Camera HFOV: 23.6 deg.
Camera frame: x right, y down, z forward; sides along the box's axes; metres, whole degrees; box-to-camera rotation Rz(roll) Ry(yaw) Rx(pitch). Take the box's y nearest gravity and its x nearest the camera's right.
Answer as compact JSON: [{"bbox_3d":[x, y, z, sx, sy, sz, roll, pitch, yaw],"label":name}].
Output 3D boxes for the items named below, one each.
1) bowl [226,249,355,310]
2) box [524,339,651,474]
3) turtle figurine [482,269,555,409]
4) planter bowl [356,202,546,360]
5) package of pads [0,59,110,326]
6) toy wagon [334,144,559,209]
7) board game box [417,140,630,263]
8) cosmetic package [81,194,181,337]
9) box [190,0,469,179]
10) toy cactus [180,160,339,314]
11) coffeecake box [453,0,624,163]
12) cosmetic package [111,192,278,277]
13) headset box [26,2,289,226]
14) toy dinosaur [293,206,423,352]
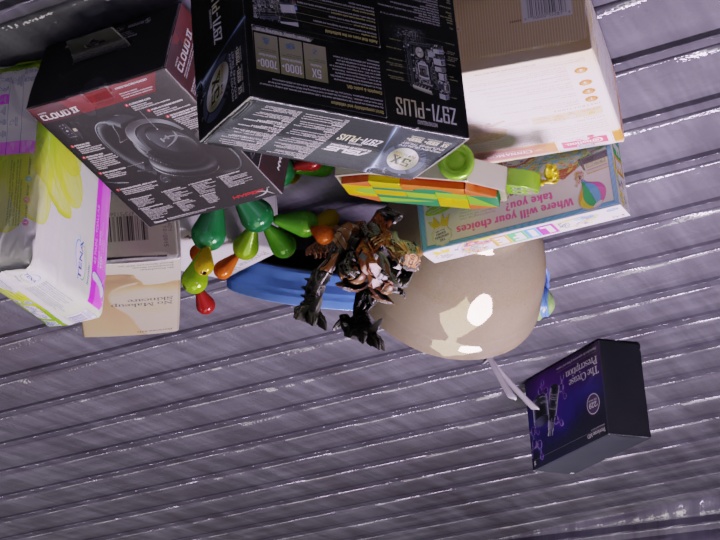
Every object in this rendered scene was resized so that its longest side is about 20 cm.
[{"bbox_3d":[-0.046,0.008,1.888,0.200,0.040,0.201,7,-173,-1],"label":"bowl"},{"bbox_3d":[0.322,0.198,2.462,0.079,0.142,0.200,5,157,-27],"label":"box"},{"bbox_3d":[0.122,0.072,2.034,0.193,0.201,0.144,13,-162,17],"label":"turtle figurine"},{"bbox_3d":[0.104,-0.027,1.770,0.200,0.201,0.135,0,136,-15],"label":"planter bowl"},{"bbox_3d":[-0.278,-0.068,1.514,0.068,0.201,0.155,-6,160,15],"label":"package of pads"},{"bbox_3d":[0.079,-0.084,1.562,0.199,0.040,0.155,6,175,7],"label":"toy wagon"},{"bbox_3d":[0.149,-0.096,1.644,0.199,0.135,0.034,-13,158,22],"label":"board game box"},{"bbox_3d":[-0.228,-0.003,1.683,0.105,0.071,0.200,-4,158,-7],"label":"cosmetic package"},{"bbox_3d":[-0.025,-0.173,1.350,0.199,0.164,0.086,7,156,-32],"label":"box"},{"bbox_3d":[-0.114,-0.063,1.684,0.200,0.102,0.165,-38,123,0],"label":"toy cactus"},{"bbox_3d":[0.142,-0.170,1.527,0.153,0.073,0.200,-9,159,14],"label":"coffeecake box"},{"bbox_3d":[-0.190,-0.052,1.765,0.200,0.074,0.102,14,153,-39],"label":"cosmetic package"},{"bbox_3d":[-0.173,-0.134,1.472,0.148,0.077,0.200,-13,139,29],"label":"headset box"},{"bbox_3d":[0.000,0.000,1.712,0.102,0.136,0.200,20,180,-8],"label":"toy dinosaur"}]
